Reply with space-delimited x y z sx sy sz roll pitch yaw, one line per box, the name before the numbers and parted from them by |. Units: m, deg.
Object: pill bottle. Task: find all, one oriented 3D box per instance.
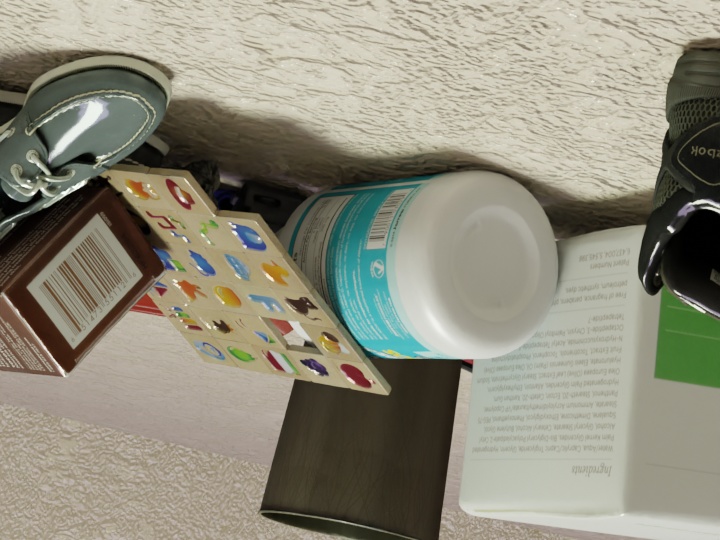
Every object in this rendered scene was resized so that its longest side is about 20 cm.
pill bottle | 0.021 -0.001 1.323 0.110 0.112 0.199 19 168 -33

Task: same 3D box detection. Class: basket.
basket | 0.010 0.095 1.585 0.135 0.201 0.180 12 170 -2

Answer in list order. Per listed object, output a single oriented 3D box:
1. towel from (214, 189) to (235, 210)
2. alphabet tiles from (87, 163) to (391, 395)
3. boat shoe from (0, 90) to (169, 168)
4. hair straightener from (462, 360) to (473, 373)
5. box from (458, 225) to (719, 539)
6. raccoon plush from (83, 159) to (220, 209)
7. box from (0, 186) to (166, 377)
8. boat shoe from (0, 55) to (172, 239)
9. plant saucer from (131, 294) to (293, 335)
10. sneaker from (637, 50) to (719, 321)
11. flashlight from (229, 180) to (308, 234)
towel | -0.110 -0.015 1.562 0.147 0.050 0.199 22 166 -38
alphabet tiles | -0.089 0.004 1.318 0.166 0.008 0.200 8 145 42
boat shoe | -0.217 -0.080 1.313 0.199 0.061 0.074 15 168 -17
hair straightener | 0.021 0.043 1.735 0.199 0.041 0.077 17 168 -22
box | 0.195 0.078 1.321 0.198 0.173 0.200 10 172 -24
raccoon plush | -0.183 -0.045 1.402 0.199 0.097 0.134 16 161 -17
box | -0.222 0.006 1.347 0.199 0.100 0.075 4 135 51
boat shoe | -0.184 -0.058 1.237 0.199 0.062 0.073 -25 134 35
plant saucer | -0.153 0.011 1.784 0.199 0.037 0.200 10 169 17
sneaker | 0.174 -0.024 1.030 0.076 0.115 0.199 11 171 13
flashlight | 0.000 0.000 1.463 0.199 0.068 0.068 14 159 -21
